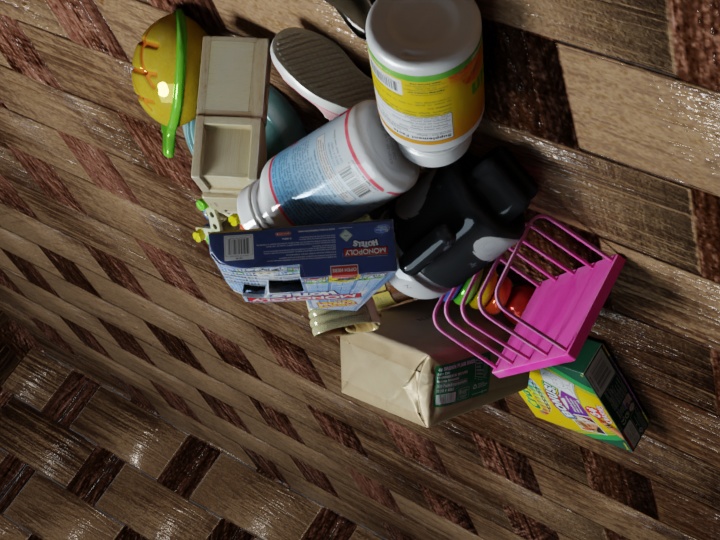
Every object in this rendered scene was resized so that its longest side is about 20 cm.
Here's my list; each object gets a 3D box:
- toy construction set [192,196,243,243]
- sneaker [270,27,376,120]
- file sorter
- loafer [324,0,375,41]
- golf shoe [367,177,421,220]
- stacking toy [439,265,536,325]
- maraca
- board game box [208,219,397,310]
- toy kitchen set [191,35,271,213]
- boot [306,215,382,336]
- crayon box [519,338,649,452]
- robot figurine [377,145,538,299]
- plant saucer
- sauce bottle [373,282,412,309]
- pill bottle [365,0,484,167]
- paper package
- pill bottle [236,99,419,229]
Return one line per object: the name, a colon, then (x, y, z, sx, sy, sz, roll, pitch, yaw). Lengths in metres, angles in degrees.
toy construction set: (-0.167, -0.070, 2.023, 0.200, 0.092, 0.131, 20, 132, 18)
sneaker: (-0.026, -0.193, 1.539, 0.200, 0.075, 0.105, 32, 155, -4)
file sorter: (0.190, 0.028, 1.587, 0.125, 0.139, 0.200, 34, 161, -11)
loafer: (-0.033, -0.296, 1.324, 0.073, 0.071, 0.200, 14, 151, 45)
golf shoe: (0.051, -0.078, 1.631, 0.200, 0.078, 0.097, 29, 180, -39)
stacking toy: (0.144, 0.016, 1.721, 0.200, 0.086, 0.085, 23, 161, -6)
maraca: (-0.237, -0.235, 1.688, 0.107, 0.137, 0.200, 4, 136, -12)
board game box: (-0.059, 0.002, 1.502, 0.199, 0.062, 0.200, -4, 166, 1)
toy kitchen set: (-0.106, -0.169, 1.654, 0.163, 0.181, 0.200, 3, 171, 4)
boot: (0.000, 0.000, 1.659, 0.073, 0.200, 0.156, -32, 73, 47)
crayon box: (0.288, 0.156, 1.856, 0.172, 0.058, 0.200, 16, 152, 43)
robot figurine: (0.102, -0.054, 1.505, 0.200, 0.125, 0.150, -39, 146, 30)
plant saucer: (-0.158, -0.170, 1.756, 0.200, 0.027, 0.200, 19, 131, 23)
sauce bottle: (0.040, 0.018, 1.809, 0.200, 0.066, 0.066, -15, 137, 20)
pill bottle: (0.069, -0.190, 1.342, 0.111, 0.111, 0.200, 28, 159, 19)
paper package: (0.099, 0.113, 1.774, 0.190, 0.200, 0.104, 16, 113, 47)
pill bottle: (-0.040, -0.099, 1.482, 0.200, 0.109, 0.109, -28, 121, 33)
